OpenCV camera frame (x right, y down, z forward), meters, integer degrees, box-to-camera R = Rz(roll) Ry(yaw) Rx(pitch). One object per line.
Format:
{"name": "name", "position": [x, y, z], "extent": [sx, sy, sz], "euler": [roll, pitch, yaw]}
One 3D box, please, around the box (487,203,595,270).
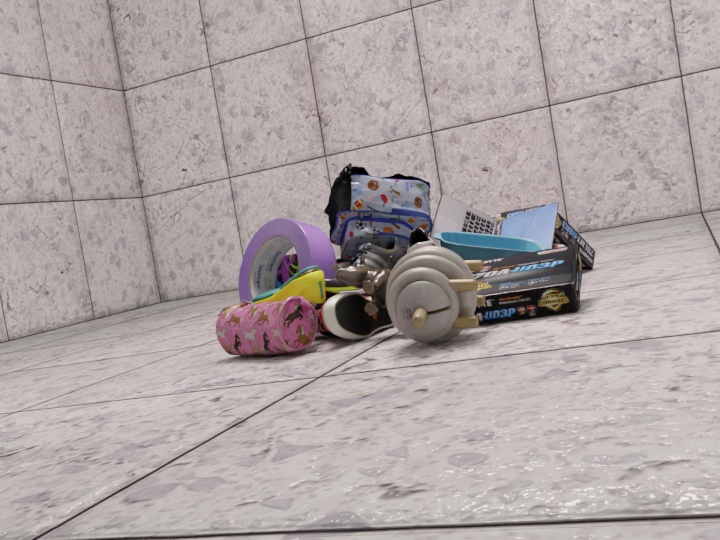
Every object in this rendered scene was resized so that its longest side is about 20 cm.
{"name": "box", "position": [0.353, -0.056, 1.762], "extent": [0.196, 0.051, 0.199], "euler": [-6, -31, 44]}

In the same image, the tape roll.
{"name": "tape roll", "position": [-0.131, 0.013, 1.507], "extent": [0.197, 0.205, 0.065], "euler": [-8, -14, 44]}

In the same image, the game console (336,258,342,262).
{"name": "game console", "position": [-0.007, 0.025, 1.796], "extent": [0.196, 0.119, 0.175], "euler": [-9, 3, 20]}

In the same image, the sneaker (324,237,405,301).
{"name": "sneaker", "position": [0.000, 0.000, 1.435], "extent": [0.197, 0.083, 0.073], "euler": [-15, -3, -37]}

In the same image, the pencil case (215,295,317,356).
{"name": "pencil case", "position": [-0.148, 0.087, 1.331], "extent": [0.082, 0.089, 0.198], "euler": [-20, 8, -39]}

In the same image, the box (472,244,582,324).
{"name": "box", "position": [0.230, 0.023, 1.275], "extent": [0.196, 0.047, 0.159], "euler": [-9, 18, 21]}

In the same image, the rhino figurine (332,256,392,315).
{"name": "rhino figurine", "position": [0.037, 0.030, 1.283], "extent": [0.197, 0.061, 0.087], "euler": [25, 29, 27]}

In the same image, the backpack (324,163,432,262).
{"name": "backpack", "position": [0.039, -0.098, 1.551], "extent": [0.186, 0.158, 0.200], "euler": [-6, -13, -11]}

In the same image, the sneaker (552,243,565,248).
{"name": "sneaker", "position": [0.299, 0.002, 1.576], "extent": [0.103, 0.077, 0.199], "euler": [-13, 0, -26]}

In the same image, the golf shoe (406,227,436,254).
{"name": "golf shoe", "position": [0.100, 0.010, 1.357], "extent": [0.076, 0.096, 0.202], "euler": [-19, 32, 8]}

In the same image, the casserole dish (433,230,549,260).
{"name": "casserole dish", "position": [0.218, -0.033, 1.437], "extent": [0.195, 0.040, 0.121], "euler": [5, 14, 0]}

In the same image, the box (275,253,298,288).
{"name": "box", "position": [-0.146, 0.046, 1.597], "extent": [0.036, 0.147, 0.198], "euler": [11, -12, -37]}

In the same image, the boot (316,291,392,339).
{"name": "boot", "position": [-0.046, 0.079, 1.366], "extent": [0.141, 0.074, 0.199], "euler": [-10, -5, 26]}

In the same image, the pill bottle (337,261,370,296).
{"name": "pill bottle", "position": [-0.073, 0.048, 1.623], "extent": [0.111, 0.115, 0.198], "euler": [-12, 3, -39]}

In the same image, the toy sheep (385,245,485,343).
{"name": "toy sheep", "position": [0.096, 0.033, 1.132], "extent": [0.135, 0.141, 0.200], "euler": [-9, 9, 16]}

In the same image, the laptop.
{"name": "laptop", "position": [0.237, -0.069, 1.545], "extent": [0.197, 0.189, 0.117], "euler": [25, -42, -5]}

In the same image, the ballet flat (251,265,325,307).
{"name": "ballet flat", "position": [-0.117, 0.051, 1.387], "extent": [0.066, 0.068, 0.199], "euler": [-19, -5, -39]}
